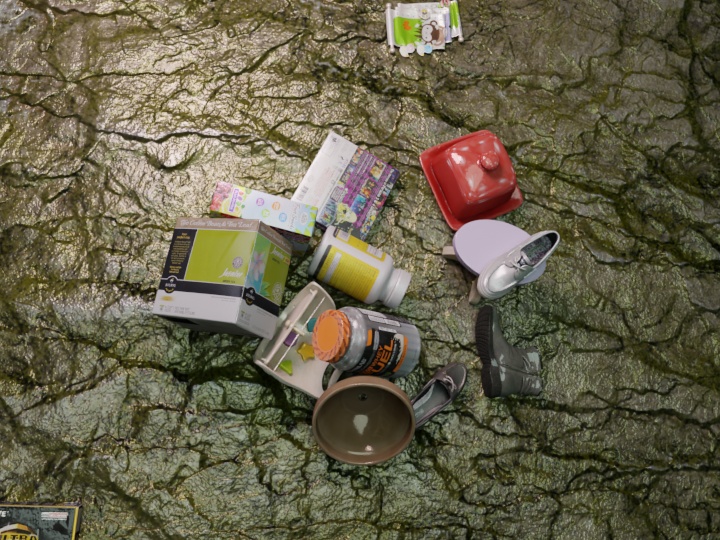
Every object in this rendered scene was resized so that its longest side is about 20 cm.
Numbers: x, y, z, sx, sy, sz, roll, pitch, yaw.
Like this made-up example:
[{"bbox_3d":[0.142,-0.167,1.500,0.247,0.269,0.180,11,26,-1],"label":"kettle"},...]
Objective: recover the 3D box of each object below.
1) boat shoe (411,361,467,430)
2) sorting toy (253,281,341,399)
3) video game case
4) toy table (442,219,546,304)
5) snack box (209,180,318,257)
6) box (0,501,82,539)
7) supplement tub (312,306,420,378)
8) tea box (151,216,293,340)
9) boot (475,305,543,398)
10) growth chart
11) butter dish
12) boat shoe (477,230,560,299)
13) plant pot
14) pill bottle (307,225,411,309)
[{"bbox_3d":[0.153,0.262,1.365,0.199,0.057,0.067,-39,87,-16],"label":"boat shoe"},{"bbox_3d":[-0.098,0.162,1.326,0.180,0.107,0.201,41,63,-12],"label":"sorting toy"},{"bbox_3d":[-0.035,-0.174,1.441,0.180,0.036,0.202,29,74,-3],"label":"video game case"},{"bbox_3d":[0.279,-0.025,1.424,0.198,0.117,0.185,28,74,-2],"label":"toy table"},{"bbox_3d":[-0.193,-0.098,1.325,0.197,0.169,0.069,16,75,-8],"label":"snack box"},{"bbox_3d":[-0.606,0.495,1.175,0.197,0.049,0.162,5,78,-10],"label":"box"},{"bbox_3d":[0.012,0.140,1.295,0.198,0.122,0.124,14,73,-38],"label":"supplement tub"},{"bbox_3d":[-0.257,0.013,1.262,0.198,0.133,0.199,4,75,27],"label":"tea box"},{"bbox_3d":[0.319,0.171,1.421,0.129,0.068,0.203,-4,85,-16],"label":"boot"},{"bbox_3d":[0.151,-0.579,1.579,0.197,0.018,0.147,-11,80,-12],"label":"growth chart"},{"bbox_3d":[0.258,-0.217,1.448,0.197,0.148,0.202,-21,82,-14],"label":"butter dish"},{"bbox_3d":[0.320,-0.014,1.333,0.199,0.069,0.073,-30,83,-14],"label":"boat shoe"},{"bbox_3d":[0.005,0.274,1.297,0.198,0.093,0.203,-1,118,-2],"label":"plant pot"},{"bbox_3d":[0.000,0.000,1.369,0.198,0.111,0.112,27,74,-3],"label":"pill bottle"}]
